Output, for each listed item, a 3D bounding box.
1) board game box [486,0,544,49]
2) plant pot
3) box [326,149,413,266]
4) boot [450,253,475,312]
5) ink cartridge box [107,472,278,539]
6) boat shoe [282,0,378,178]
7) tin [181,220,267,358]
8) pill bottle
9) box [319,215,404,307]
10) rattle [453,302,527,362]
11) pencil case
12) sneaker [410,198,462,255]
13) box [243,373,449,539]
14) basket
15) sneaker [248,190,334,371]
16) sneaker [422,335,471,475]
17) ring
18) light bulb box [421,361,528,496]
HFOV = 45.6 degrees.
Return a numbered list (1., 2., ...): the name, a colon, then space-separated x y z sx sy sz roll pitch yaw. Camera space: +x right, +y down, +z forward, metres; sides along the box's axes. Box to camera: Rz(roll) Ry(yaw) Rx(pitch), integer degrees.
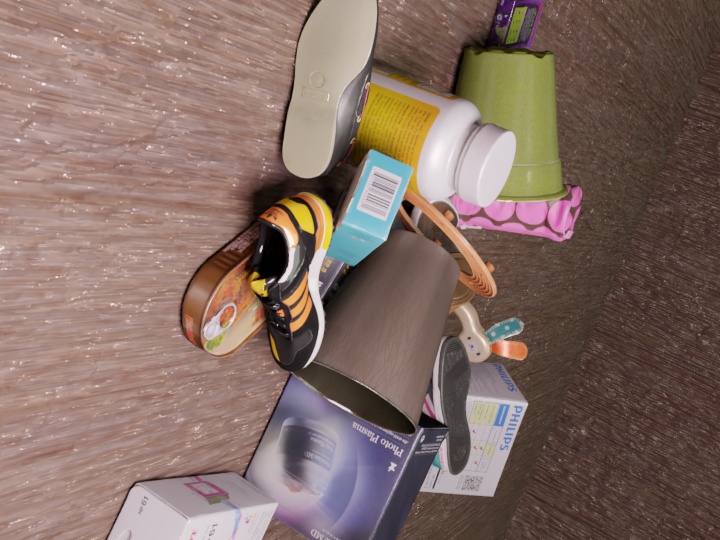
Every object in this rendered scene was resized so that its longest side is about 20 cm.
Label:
1. board game box: 0.218 -0.311 1.289 0.120 0.032 0.201 -22 133 -50
2. plant pot: 0.199 -0.210 1.188 0.200 0.199 0.191 -23 122 -55
3. box: 0.001 -0.061 0.929 0.200 0.049 0.083 144 -32 -79
4. boot: 0.078 0.065 1.243 0.200 0.077 0.155 -52 -172 -35
5. ink cartridge box: -0.200 0.318 0.982 0.145 0.084 0.200 -65 154 2
6. boat shoe: -0.026 -0.193 0.870 0.063 0.073 0.203 -32 142 -64
7. tin: -0.114 0.010 0.921 0.200 0.042 0.113 -44 144 -39
8. pill bottle: 0.062 -0.144 0.930 0.113 0.199 0.113 -44 149 -37
9. box: 0.000 0.000 1.123 0.159 0.048 0.200 -58 155 -14
10. rattle: 0.142 0.108 1.322 0.143 0.199 0.131 -5 118 -62
11. pencil case: 0.235 -0.097 1.318 0.091 0.199 0.094 32 69 -69
12. sneaker: 0.091 -0.069 1.208 0.073 0.085 0.200 -29 155 -3
13. box: -0.022 0.251 1.131 0.199 0.199 0.123 -65 156 2
14. basket: 0.029 0.063 1.020 0.136 0.180 0.201 -23 -143 62
15. sneaker: -0.084 0.020 0.876 0.090 0.070 0.201 -22 128 -49
16. sneaker: 0.092 0.180 1.209 0.083 0.120 0.201 -19 112 -47
17. ring: 0.095 -0.045 1.033 0.019 0.200 0.201 -43 152 -6
18. light bulb box: 0.142 0.258 1.432 0.125 0.199 0.199 -114 -144 -62
